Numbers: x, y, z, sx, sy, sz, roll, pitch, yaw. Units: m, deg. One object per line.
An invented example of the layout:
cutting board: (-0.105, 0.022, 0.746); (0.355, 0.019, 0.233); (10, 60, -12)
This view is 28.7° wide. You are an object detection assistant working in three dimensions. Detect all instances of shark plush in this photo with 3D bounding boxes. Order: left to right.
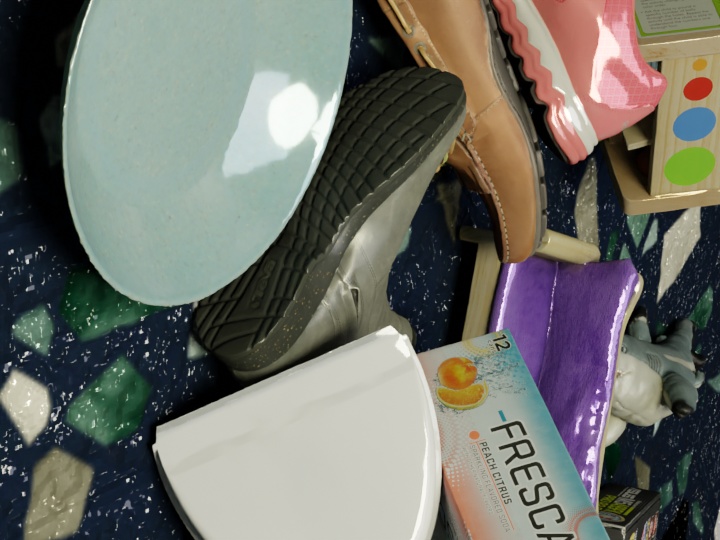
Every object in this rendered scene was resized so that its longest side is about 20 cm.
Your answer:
shark plush: (0.234, 0.064, 1.093); (0.199, 0.090, 0.084); (-24, 86, -45)

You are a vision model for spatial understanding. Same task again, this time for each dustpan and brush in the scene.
dustpan and brush: (-0.005, 0.146, 0.694); (0.138, 0.057, 0.202); (-22, 88, -6)

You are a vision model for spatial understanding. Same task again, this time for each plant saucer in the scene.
plant saucer: (-0.073, -0.086, 0.620); (0.201, 0.038, 0.203); (-39, 139, -44)

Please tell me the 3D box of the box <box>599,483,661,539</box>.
box: (0.177, 0.271, 1.042); (0.160, 0.044, 0.203); (0, 97, -70)

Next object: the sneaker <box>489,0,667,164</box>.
sneaker: (0.110, -0.167, 0.797); (0.074, 0.086, 0.202); (-104, 171, -82)

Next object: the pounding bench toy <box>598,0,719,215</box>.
pounding bench toy: (0.184, -0.124, 0.911); (0.157, 0.197, 0.125); (84, -1, -47)

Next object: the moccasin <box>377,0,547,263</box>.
moccasin: (0.053, -0.090, 0.788); (0.074, 0.077, 0.203); (-107, 174, -57)

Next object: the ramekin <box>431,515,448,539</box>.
ramekin: (0.073, 0.224, 0.799); (0.200, 0.094, 0.205); (-15, 122, -24)

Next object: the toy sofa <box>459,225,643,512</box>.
toy sofa: (0.104, 0.077, 0.877); (0.082, 0.097, 0.203); (12, 89, -55)

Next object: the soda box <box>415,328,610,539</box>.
soda box: (0.079, 0.127, 0.719); (0.067, 0.201, 0.064); (-14, 138, -8)

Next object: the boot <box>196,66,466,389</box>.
boot: (0.000, 0.000, 0.745); (0.201, 0.067, 0.131); (-53, 142, -17)
